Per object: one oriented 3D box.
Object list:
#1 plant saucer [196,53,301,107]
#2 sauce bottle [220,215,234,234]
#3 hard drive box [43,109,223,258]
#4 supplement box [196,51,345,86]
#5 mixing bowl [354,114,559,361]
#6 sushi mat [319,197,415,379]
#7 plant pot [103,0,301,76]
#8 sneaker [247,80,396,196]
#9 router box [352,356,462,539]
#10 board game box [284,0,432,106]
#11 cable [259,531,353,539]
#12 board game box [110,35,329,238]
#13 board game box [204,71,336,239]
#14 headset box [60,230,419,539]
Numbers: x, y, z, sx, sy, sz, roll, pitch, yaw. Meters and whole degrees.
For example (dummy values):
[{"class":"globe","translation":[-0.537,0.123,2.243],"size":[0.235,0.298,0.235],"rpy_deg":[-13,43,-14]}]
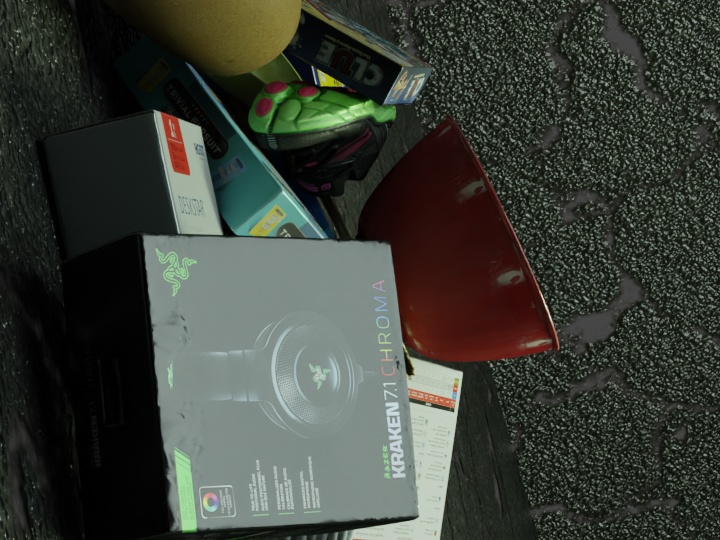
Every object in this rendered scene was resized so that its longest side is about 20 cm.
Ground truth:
[{"class":"plant saucer","translation":[-0.121,-0.188,1.806],"size":[0.200,0.031,0.200],"rpy_deg":[43,12,-11]},{"class":"sauce bottle","translation":[-0.107,-0.002,1.761],"size":[0.200,0.064,0.065],"rpy_deg":[-104,177,-66]},{"class":"hard drive box","translation":[-0.132,0.006,1.516],"size":[0.156,0.076,0.202],"rpy_deg":[-4,81,-83]},{"class":"supplement box","translation":[-0.077,-0.158,2.066],"size":[0.200,0.108,0.110],"rpy_deg":[12,65,-81]},{"class":"mixing bowl","translation":[0.064,-0.006,1.808],"size":[0.200,0.108,0.201],"rpy_deg":[90,-26,-86]},{"class":"sushi mat","translation":[0.000,0.000,1.811],"size":[0.200,0.012,0.096],"rpy_deg":[-117,-179,-59]},{"class":"plant pot","translation":[-0.115,-0.229,1.603],"size":[0.200,0.185,0.187],"rpy_deg":[63,15,-55]},{"class":"sneaker","translation":[-0.025,-0.095,1.749],"size":[0.200,0.076,0.084],"rpy_deg":[-2,106,-67]},{"class":"router box","translation":[0.014,0.156,1.848],"size":[0.200,0.049,0.181],"rpy_deg":[21,76,-66]},{"class":"board game box","translation":[-0.048,-0.188,1.771],"size":[0.035,0.199,0.135],"rpy_deg":[-61,172,10]},{"class":"cable","translation":[-0.048,0.142,1.623],"size":[0.200,0.069,0.201],"rpy_deg":[122,-26,-57]},{"class":"board game box","translation":[-0.086,-0.067,1.696],"size":[0.200,0.047,0.151],"rpy_deg":[52,1,38]},{"class":"board game box","translation":[-0.057,-0.034,1.901],"size":[0.196,0.056,0.201],"rpy_deg":[67,-3,-52]},{"class":"headset box","translation":[-0.076,0.071,1.385],"size":[0.199,0.093,0.176],"rpy_deg":[2,78,-39]}]
